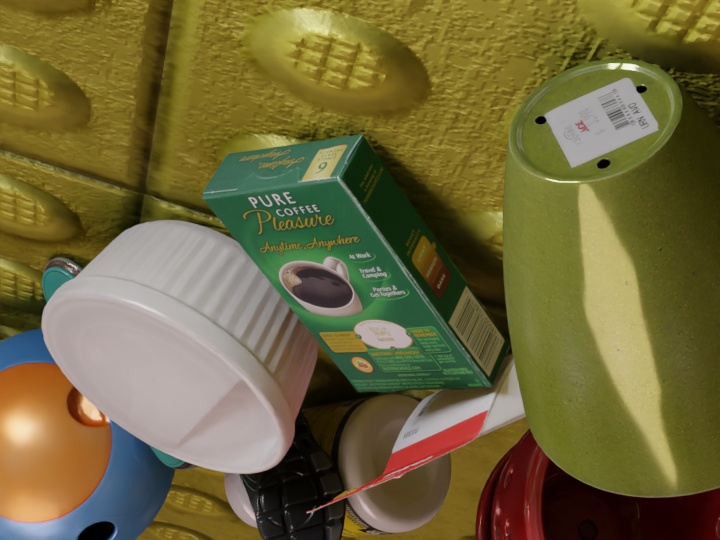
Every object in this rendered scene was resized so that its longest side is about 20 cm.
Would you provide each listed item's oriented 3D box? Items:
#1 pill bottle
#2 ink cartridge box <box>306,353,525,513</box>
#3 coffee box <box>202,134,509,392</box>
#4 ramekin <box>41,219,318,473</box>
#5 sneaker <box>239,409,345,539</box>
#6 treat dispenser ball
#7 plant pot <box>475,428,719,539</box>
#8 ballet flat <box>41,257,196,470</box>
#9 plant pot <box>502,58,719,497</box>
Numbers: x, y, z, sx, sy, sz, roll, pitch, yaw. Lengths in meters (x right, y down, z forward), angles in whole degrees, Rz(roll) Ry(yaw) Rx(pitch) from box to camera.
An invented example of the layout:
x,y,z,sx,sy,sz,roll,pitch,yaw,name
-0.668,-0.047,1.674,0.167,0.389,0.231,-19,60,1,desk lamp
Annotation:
x,y,z,sx,sy,sz,roll,pitch,yaw,name
-0.025,0.170,1.582,0.112,0.113,0.200,30,153,-30,pill bottle
0.065,0.100,1.304,0.199,0.050,0.161,-20,173,-28,ink cartridge box
0.000,0.000,1.219,0.123,0.044,0.200,-6,134,42,coffee box
-0.122,0.051,1.357,0.202,0.094,0.203,22,147,15,ramekin
-0.064,0.150,1.501,0.075,0.201,0.079,-12,172,-15,sneaker
-0.253,0.148,1.566,0.200,0.202,0.201,13,156,6,treat dispenser ball
0.186,0.188,1.390,0.200,0.201,0.182,21,163,-11,plant pot
-0.179,0.067,1.490,0.067,0.064,0.200,-28,99,41,ballet flat
0.152,-0.012,1.023,0.186,0.188,0.200,2,138,28,plant pot
